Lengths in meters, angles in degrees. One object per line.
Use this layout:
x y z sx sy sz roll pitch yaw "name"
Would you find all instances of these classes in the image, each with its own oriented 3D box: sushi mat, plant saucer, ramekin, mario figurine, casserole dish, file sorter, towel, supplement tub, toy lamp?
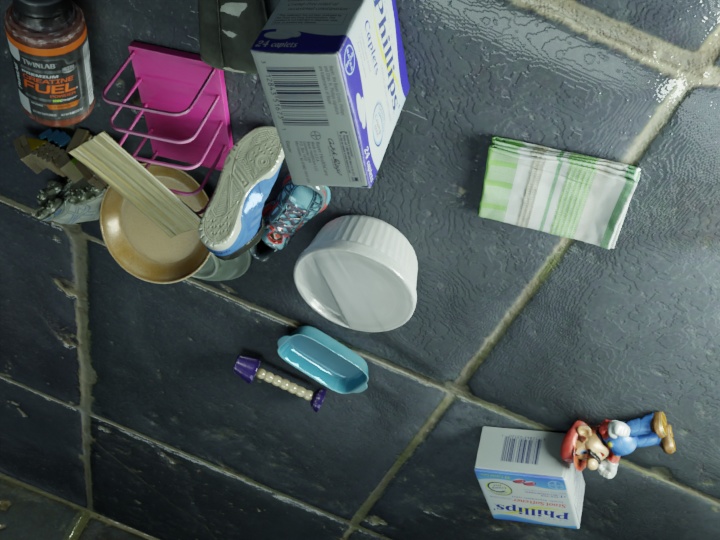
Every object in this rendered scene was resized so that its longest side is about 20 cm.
-0.317 -0.118 1.137 0.095 0.012 0.200 -16 132 41 "sushi mat"
-0.331 -0.080 1.313 0.197 0.035 0.203 2 106 5 "plant saucer"
0.000 0.000 1.264 0.199 0.095 0.204 13 141 10 "ramekin"
0.452 0.320 1.412 0.198 0.106 0.125 -20 92 31 "mario figurine"
-0.069 0.170 1.541 0.199 0.039 0.121 34 140 -14 "casserole dish"
-0.290 -0.039 1.390 0.197 0.051 0.202 14 141 11 "plant saucer"
-0.274 -0.195 1.138 0.137 0.126 0.201 13 141 9 "file sorter"
0.263 -0.099 1.076 0.197 0.031 0.150 13 140 11 "towel"
-0.430 -0.305 1.099 0.105 0.108 0.201 19 142 3 "supplement tub"
-0.170 0.232 1.646 0.198 0.059 0.058 26 142 -4 "toy lamp"

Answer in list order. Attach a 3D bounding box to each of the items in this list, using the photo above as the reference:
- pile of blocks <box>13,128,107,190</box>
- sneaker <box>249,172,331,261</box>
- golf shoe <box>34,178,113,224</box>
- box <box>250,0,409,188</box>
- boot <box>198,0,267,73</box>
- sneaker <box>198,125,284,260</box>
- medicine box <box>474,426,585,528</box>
-0.471 -0.184 1.298 0.197 0.083 0.062 18 162 20 "pile of blocks"
-0.112 -0.075 1.227 0.079 0.096 0.200 29 142 -16 "sneaker"
-0.471 -0.128 1.374 0.198 0.080 0.097 -12 156 35 "golf shoe"
-0.025 -0.231 0.919 0.103 0.202 0.185 4 139 18 "box"
-0.193 -0.349 0.979 0.179 0.073 0.201 20 148 6 "boot"
-0.167 -0.109 1.165 0.076 0.202 0.111 22 166 7 "sneaker"
0.340 0.413 1.581 0.180 0.104 0.201 -1 136 26 "medicine box"
